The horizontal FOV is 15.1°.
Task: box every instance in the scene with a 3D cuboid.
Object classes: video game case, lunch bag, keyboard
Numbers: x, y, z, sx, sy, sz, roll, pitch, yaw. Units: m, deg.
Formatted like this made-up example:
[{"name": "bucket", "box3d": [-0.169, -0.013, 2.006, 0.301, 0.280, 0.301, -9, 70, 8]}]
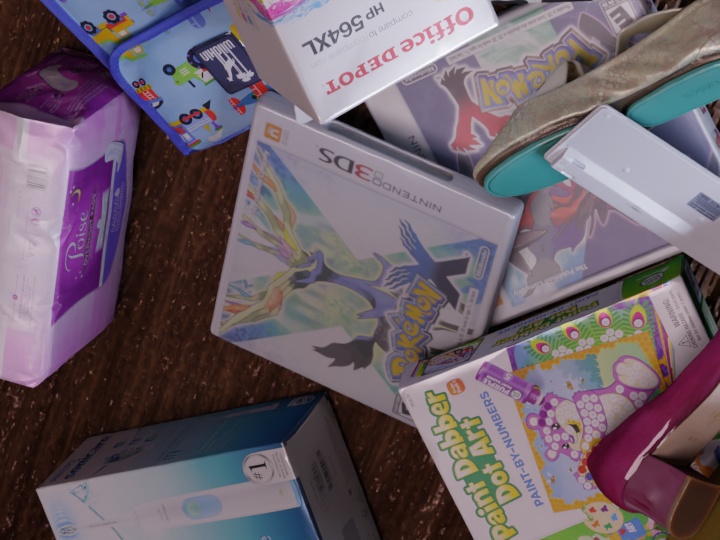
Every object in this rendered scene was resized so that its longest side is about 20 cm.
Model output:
[{"name": "video game case", "box3d": [0.120, -0.076, 1.689, 0.199, 0.023, 0.183, -23, 102, 28]}, {"name": "lunch bag", "box3d": [-0.097, -0.170, 1.711, 0.150, 0.094, 0.200, -27, 112, 28]}, {"name": "video game case", "box3d": [0.000, 0.000, 1.746, 0.182, 0.022, 0.201, 24, 132, 12]}, {"name": "keyboard", "box3d": [0.203, -0.035, 1.631, 0.200, 0.011, 0.056, 31, 124, -23]}]

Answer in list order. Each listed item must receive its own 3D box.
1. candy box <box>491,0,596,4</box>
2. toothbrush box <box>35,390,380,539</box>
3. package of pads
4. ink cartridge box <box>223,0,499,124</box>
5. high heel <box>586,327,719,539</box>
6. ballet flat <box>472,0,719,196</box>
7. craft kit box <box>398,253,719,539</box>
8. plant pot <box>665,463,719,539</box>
[{"name": "candy box", "box3d": [0.145, -0.224, 1.562, 0.199, 0.061, 0.137, 1, 136, 25]}, {"name": "toothbrush box", "box3d": [-0.099, 0.179, 1.853, 0.199, 0.085, 0.147, -11, 108, 27]}, {"name": "package of pads", "box3d": [-0.204, -0.034, 1.781, 0.075, 0.121, 0.201, 17, 118, 14]}, {"name": "ink cartridge box", "box3d": [-0.017, -0.190, 1.585, 0.128, 0.125, 0.201, -29, 114, -8]}, {"name": "high heel", "box3d": [0.206, 0.058, 1.645, 0.096, 0.067, 0.201, 34, 94, 49]}, {"name": "ballet flat", "box3d": [0.152, -0.107, 1.622, 0.199, 0.067, 0.063, -25, 61, 27]}, {"name": "craft kit box", "box3d": [0.154, 0.116, 1.718, 0.197, 0.049, 0.201, -22, 106, 19]}, {"name": "plant pot", "box3d": [0.265, 0.232, 1.620, 0.195, 0.194, 0.200, 39, 104, -11]}]
